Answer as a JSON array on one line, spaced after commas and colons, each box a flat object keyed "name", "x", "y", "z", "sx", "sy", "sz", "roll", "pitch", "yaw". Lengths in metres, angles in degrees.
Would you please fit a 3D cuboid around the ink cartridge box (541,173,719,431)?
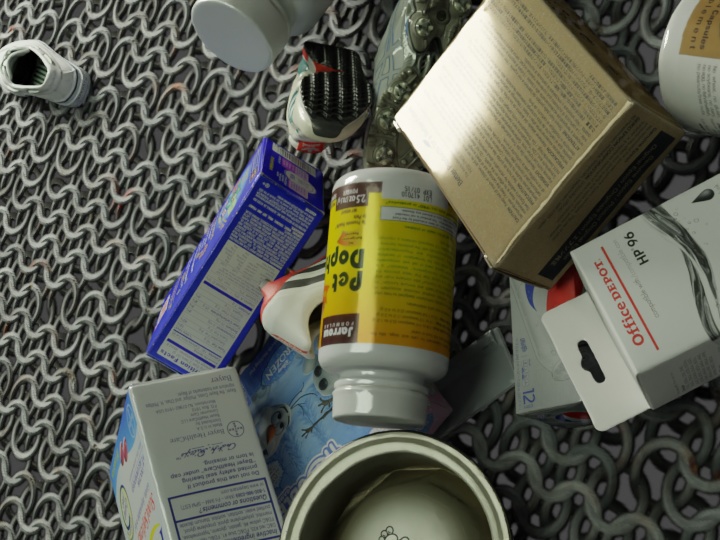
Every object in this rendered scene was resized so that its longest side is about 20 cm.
[{"name": "ink cartridge box", "x": 0.233, "y": 0.017, "z": 1.038, "sx": 0.199, "sy": 0.068, "sz": 0.117, "roll": -28, "pitch": 56, "yaw": 6}]

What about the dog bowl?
[{"name": "dog bowl", "x": 0.037, "y": 0.235, "z": 1.155, "sx": 0.198, "sy": 0.074, "sz": 0.202, "roll": -6, "pitch": 72, "yaw": 20}]

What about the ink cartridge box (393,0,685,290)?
[{"name": "ink cartridge box", "x": 0.133, "y": -0.113, "z": 1.120, "sx": 0.165, "sy": 0.075, "sz": 0.201, "roll": -51, "pitch": 44, "yaw": 22}]

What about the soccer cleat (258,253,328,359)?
[{"name": "soccer cleat", "x": 0.000, "y": 0.000, "z": 1.268, "sx": 0.199, "sy": 0.069, "sz": 0.085, "roll": -37, "pitch": 57, "yaw": -17}]

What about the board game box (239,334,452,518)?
[{"name": "board game box", "x": -0.033, "y": 0.129, "z": 1.297, "sx": 0.201, "sy": 0.043, "sz": 0.199, "roll": -52, "pitch": 45, "yaw": 15}]

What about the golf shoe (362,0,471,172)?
[{"name": "golf shoe", "x": 0.044, "y": -0.173, "z": 1.336, "sx": 0.097, "sy": 0.078, "sz": 0.202, "roll": 12, "pitch": 82, "yaw": 66}]

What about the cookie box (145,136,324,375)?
[{"name": "cookie box", "x": -0.115, "y": -0.010, "z": 1.352, "sx": 0.201, "sy": 0.075, "sz": 0.171, "roll": -56, "pitch": 11, "yaw": 12}]

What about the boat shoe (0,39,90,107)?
[{"name": "boat shoe", "x": -0.408, "y": -0.253, "z": 1.761, "sx": 0.199, "sy": 0.066, "sz": 0.074, "roll": 17, "pitch": 88, "yaw": 44}]

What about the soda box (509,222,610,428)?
[{"name": "soda box", "x": 0.163, "y": 0.020, "z": 1.149, "sx": 0.063, "sy": 0.068, "sz": 0.202, "roll": -16, "pitch": 65, "yaw": 38}]

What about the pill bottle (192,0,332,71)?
[{"name": "pill bottle", "x": -0.073, "y": -0.293, "z": 1.376, "sx": 0.114, "sy": 0.115, "sz": 0.201, "roll": 5, "pitch": 52, "yaw": 43}]

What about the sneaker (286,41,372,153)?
[{"name": "sneaker", "x": -0.034, "y": -0.143, "z": 1.346, "sx": 0.200, "sy": 0.070, "sz": 0.094, "roll": -96, "pitch": 18, "yaw": -62}]

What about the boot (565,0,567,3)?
[{"name": "boot", "x": 0.153, "y": -0.261, "z": 1.244, "sx": 0.091, "sy": 0.072, "sz": 0.201, "roll": -53, "pitch": 47, "yaw": 27}]

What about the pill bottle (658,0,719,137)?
[{"name": "pill bottle", "x": 0.325, "y": -0.142, "z": 1.023, "sx": 0.199, "sy": 0.114, "sz": 0.115, "roll": 17, "pitch": 88, "yaw": 44}]

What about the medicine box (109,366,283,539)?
[{"name": "medicine box", "x": -0.146, "y": 0.220, "z": 1.277, "sx": 0.183, "sy": 0.102, "sz": 0.202, "roll": 115, "pitch": 142, "yaw": -55}]

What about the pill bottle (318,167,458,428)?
[{"name": "pill bottle", "x": 0.022, "y": 0.025, "z": 1.176, "sx": 0.108, "sy": 0.109, "sz": 0.202, "roll": -7, "pitch": 72, "yaw": 40}]

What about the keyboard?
[{"name": "keyboard", "x": 0.057, "y": 0.126, "z": 1.253, "sx": 0.200, "sy": 0.011, "sz": 0.057, "roll": -39, "pitch": 58, "yaw": 27}]
